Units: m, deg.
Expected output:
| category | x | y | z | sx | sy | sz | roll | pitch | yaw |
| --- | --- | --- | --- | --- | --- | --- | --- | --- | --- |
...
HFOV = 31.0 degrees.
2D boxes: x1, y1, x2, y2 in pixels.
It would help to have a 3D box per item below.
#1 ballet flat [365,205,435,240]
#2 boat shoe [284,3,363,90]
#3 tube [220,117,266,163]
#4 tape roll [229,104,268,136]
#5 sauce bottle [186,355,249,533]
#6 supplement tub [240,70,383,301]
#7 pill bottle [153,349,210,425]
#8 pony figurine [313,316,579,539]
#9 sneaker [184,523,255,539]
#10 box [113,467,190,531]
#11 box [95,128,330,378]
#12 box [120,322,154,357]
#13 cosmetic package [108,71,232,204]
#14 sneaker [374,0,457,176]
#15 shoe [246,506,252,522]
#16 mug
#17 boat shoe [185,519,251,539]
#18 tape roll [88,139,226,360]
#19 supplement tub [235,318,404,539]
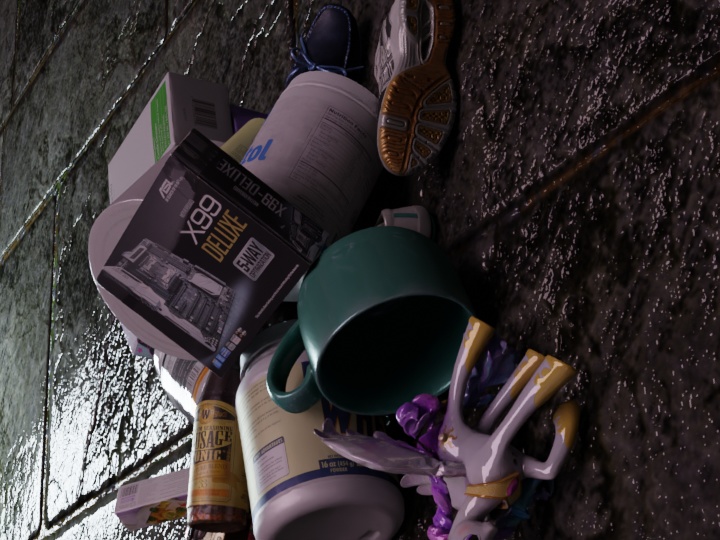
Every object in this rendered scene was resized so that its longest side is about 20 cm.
| category | x | y | z | sx | sy | sz | roll | pitch | yaw |
| --- | --- | --- | --- | --- | --- | --- | --- | --- | --- |
| ballet flat | 0.000 | 0.000 | 1.297 | 0.200 | 0.068 | 0.070 | -50 | 40 | 42 |
| boat shoe | -0.045 | -0.193 | 1.414 | 0.083 | 0.069 | 0.204 | 9 | 89 | 18 |
| tube | -0.144 | -0.087 | 1.317 | 0.201 | 0.058 | 0.052 | -55 | -5 | -46 |
| tape roll | -0.157 | -0.099 | 1.592 | 0.199 | 0.084 | 0.203 | -31 | 54 | 54 |
| sauce bottle | -0.140 | 0.160 | 1.315 | 0.066 | 0.065 | 0.203 | -32 | 52 | 53 |
| supplement tub | -0.059 | -0.083 | 1.291 | 0.131 | 0.131 | 0.202 | -29 | 30 | 54 |
| pill bottle | -0.166 | 0.124 | 1.504 | 0.199 | 0.115 | 0.118 | 28 | 105 | 61 |
| pony figurine | 0.081 | 0.146 | 1.044 | 0.192 | 0.165 | 0.202 | 27 | 89 | 52 |
| sneaker | -0.143 | 0.282 | 1.454 | 0.199 | 0.073 | 0.088 | 10 | 88 | 61 |
| box | -0.182 | 0.245 | 1.450 | 0.197 | 0.039 | 0.042 | -18 | 41 | 17 |
| box | -0.141 | -0.011 | 1.201 | 0.200 | 0.157 | 0.050 | -48 | 6 | 43 |
| box | -0.253 | 0.012 | 1.697 | 0.134 | 0.113 | 0.201 | -65 | 32 | 23 |
| cosmetic package | -0.231 | -0.132 | 1.565 | 0.200 | 0.084 | 0.109 | -45 | 46 | 44 |
| sneaker | 0.049 | -0.181 | 1.277 | 0.088 | 0.075 | 0.203 | 148 | 134 | -65 |
| shoe | -0.078 | 0.269 | 1.321 | 0.071 | 0.090 | 0.204 | -19 | 64 | 57 |
| mug | 0.004 | 0.038 | 1.156 | 0.115 | 0.182 | 0.154 | -111 | 21 | -44 |
| boat shoe | -0.143 | 0.218 | 1.371 | 0.065 | 0.072 | 0.204 | 8 | 78 | 20 |
| tape roll | -0.180 | -0.023 | 1.425 | 0.203 | 0.202 | 0.139 | -49 | 2 | 42 |
| supplement tub | -0.044 | 0.163 | 1.239 | 0.145 | 0.143 | 0.202 | -51 | 40 | 40 |
